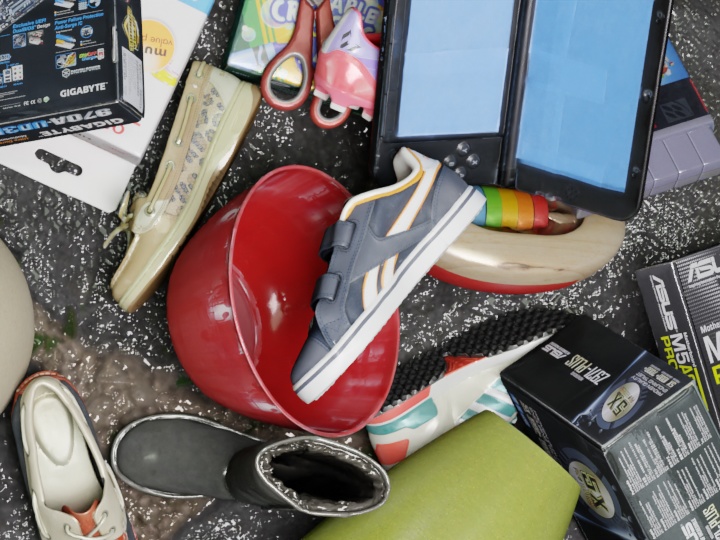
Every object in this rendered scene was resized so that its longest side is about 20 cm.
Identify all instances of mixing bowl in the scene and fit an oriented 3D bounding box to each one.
[{"bbox_3d":[-0.072,0.030,1.415,0.200,0.108,0.200,22,62,-50],"label":"mixing bowl"}]

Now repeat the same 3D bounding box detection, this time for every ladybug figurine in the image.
[{"bbox_3d":[0.104,-0.034,1.477,0.200,0.072,0.136,7,46,-13],"label":"ladybug figurine"}]

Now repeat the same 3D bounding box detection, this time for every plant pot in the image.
[{"bbox_3d":[0.064,0.207,1.410,0.187,0.187,0.200,41,84,-7],"label":"plant pot"}]

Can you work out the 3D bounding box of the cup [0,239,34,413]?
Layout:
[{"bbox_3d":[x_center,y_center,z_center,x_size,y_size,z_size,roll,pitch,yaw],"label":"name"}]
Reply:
[{"bbox_3d":[-0.332,0.040,1.367,0.200,0.143,0.200,0,88,-11],"label":"cup"}]

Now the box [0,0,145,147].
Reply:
[{"bbox_3d":[-0.257,-0.171,1.378,0.200,0.046,0.159,-9,73,16],"label":"box"}]

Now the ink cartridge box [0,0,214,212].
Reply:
[{"bbox_3d":[-0.194,-0.157,1.439,0.115,0.068,0.200,24,84,-7],"label":"ink cartridge box"}]

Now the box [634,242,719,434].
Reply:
[{"bbox_3d":[0.318,0.050,1.503,0.200,0.044,0.160,-15,90,-37],"label":"box"}]

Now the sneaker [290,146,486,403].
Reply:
[{"bbox_3d":[0.000,0.000,1.354,0.079,0.078,0.200,40,70,-2],"label":"sneaker"}]

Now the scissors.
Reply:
[{"bbox_3d":[-0.029,-0.209,1.452,0.073,0.014,0.200,9,86,-8],"label":"scissors"}]

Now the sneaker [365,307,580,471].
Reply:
[{"bbox_3d":[0.096,0.102,1.496,0.200,0.070,0.093,-24,111,-13],"label":"sneaker"}]

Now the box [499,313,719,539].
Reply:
[{"bbox_3d":[0.210,0.154,1.429,0.086,0.164,0.200,-34,117,-11],"label":"box"}]

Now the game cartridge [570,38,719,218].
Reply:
[{"bbox_3d":[0.189,-0.146,1.491,0.130,0.038,0.200,-20,65,-8],"label":"game cartridge"}]

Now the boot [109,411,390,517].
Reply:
[{"bbox_3d":[-0.085,0.144,1.382,0.182,0.200,0.073,6,89,-10],"label":"boot"}]

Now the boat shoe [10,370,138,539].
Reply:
[{"bbox_3d":[-0.211,0.171,1.427,0.071,0.063,0.200,-17,93,-13],"label":"boat shoe"}]

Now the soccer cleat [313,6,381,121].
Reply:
[{"bbox_3d":[0.055,-0.142,1.446,0.200,0.067,0.077,11,110,-33],"label":"soccer cleat"}]

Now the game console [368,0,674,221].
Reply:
[{"bbox_3d":[0.111,-0.139,1.366,0.172,0.119,0.200,-5,114,-25],"label":"game console"}]

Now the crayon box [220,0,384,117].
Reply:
[{"bbox_3d":[-0.021,-0.232,1.485,0.126,0.052,0.200,16,84,-10],"label":"crayon box"}]

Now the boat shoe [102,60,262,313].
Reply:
[{"bbox_3d":[-0.143,-0.062,1.449,0.063,0.073,0.200,28,75,-2],"label":"boat shoe"}]
